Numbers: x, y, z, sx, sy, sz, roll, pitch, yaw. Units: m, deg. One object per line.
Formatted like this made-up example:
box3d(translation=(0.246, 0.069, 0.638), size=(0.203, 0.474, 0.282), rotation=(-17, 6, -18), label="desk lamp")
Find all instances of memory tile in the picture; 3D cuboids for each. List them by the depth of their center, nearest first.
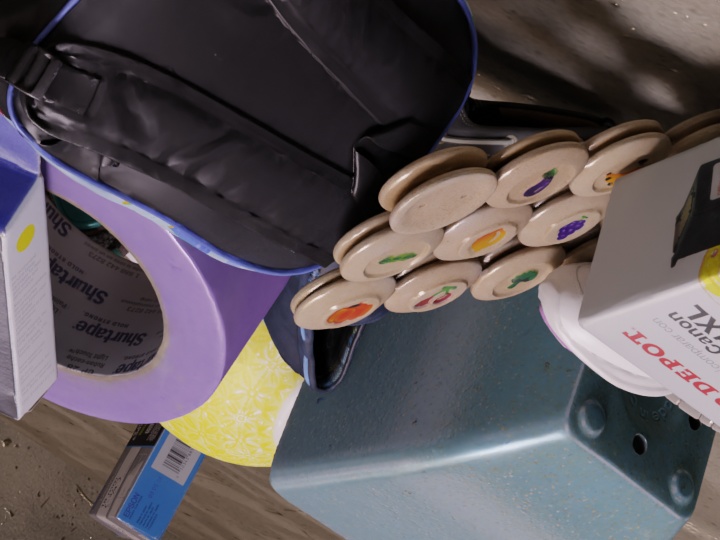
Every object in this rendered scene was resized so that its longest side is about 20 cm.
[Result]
box3d(translation=(0.075, -0.021, 1.013), size=(0.200, 0.017, 0.153), rotation=(-10, 156, -33), label="memory tile")

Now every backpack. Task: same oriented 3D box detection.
box3d(translation=(-0.058, -0.111, 0.975), size=(0.200, 0.183, 0.147), rotation=(35, -172, -38), label="backpack")

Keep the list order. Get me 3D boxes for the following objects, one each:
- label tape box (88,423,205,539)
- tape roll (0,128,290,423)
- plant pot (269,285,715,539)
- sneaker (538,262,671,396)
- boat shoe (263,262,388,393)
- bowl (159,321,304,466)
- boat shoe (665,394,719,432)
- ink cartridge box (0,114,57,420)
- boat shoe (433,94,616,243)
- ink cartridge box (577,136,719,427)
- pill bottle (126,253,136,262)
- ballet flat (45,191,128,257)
box3d(translation=(-0.258, 0.245, 2.641), size=(0.063, 0.144, 0.200), rotation=(32, 165, -15), label="label tape box")
box3d(translation=(-0.138, -0.022, 1.125), size=(0.200, 0.085, 0.200), rotation=(19, 140, 16), label="tape roll")
box3d(translation=(0.104, 0.081, 1.321), size=(0.196, 0.196, 0.200), rotation=(38, 150, -31), label="plant pot")
box3d(translation=(0.179, 0.014, 1.073), size=(0.200, 0.100, 0.075), rotation=(9, -140, -27), label="sneaker")
box3d(translation=(0.000, 0.000, 1.242), size=(0.069, 0.084, 0.200), rotation=(62, 159, 23), label="boat shoe")
box3d(translation=(-0.034, 0.062, 1.423), size=(0.108, 0.200, 0.200), rotation=(49, 179, 34), label="bowl")
box3d(translation=(0.216, 0.052, 1.196), size=(0.200, 0.072, 0.072), rotation=(48, 128, 21), label="boat shoe")
box3d(translation=(-0.244, -0.034, 1.084), size=(0.198, 0.047, 0.200), rotation=(23, 143, 16), label="ink cartridge box")
box3d(translation=(0.027, -0.077, 1.091), size=(0.200, 0.068, 0.072), rotation=(18, -156, -7), label="boat shoe")
box3d(translation=(0.214, 0.003, 0.923), size=(0.146, 0.083, 0.200), rotation=(34, 146, -25), label="ink cartridge box")
box3d(translation=(-0.079, -0.009, 1.492), size=(0.109, 0.109, 0.200), rotation=(19, 164, 32), label="pill bottle")
box3d(translation=(-0.169, -0.086, 1.280), size=(0.072, 0.072, 0.200), rotation=(53, -165, -59), label="ballet flat")
